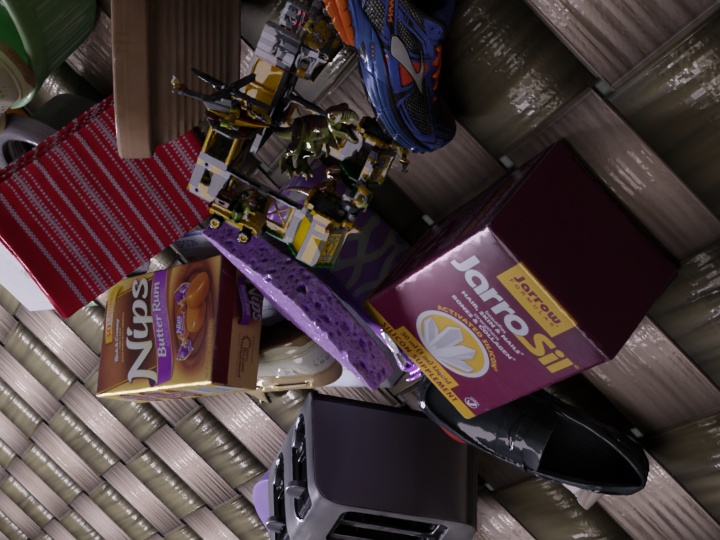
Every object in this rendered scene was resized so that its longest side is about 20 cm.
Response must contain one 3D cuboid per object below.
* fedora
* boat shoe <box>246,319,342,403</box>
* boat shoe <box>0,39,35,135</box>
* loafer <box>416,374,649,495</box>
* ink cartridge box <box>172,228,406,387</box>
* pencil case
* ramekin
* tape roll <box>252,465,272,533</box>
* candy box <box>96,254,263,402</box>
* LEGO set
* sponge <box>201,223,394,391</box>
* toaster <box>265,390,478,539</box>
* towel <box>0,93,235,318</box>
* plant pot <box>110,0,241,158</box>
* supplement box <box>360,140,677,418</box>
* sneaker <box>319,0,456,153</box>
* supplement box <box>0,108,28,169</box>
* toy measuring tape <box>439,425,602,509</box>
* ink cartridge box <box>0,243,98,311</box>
[{"bbox_3d":[-0.259,-0.095,1.263,0.176,0.091,0.200,-2,135,51],"label":"fedora"},{"bbox_3d":[-0.090,0.092,1.237,0.199,0.074,0.067,-13,114,54],"label":"boat shoe"},{"bbox_3d":[-0.348,-0.142,1.142,0.073,0.063,0.200,47,149,-10],"label":"boat shoe"},{"bbox_3d":[0.141,0.129,1.059,0.199,0.069,0.070,22,-177,0],"label":"loafer"},{"bbox_3d":[-0.070,0.026,1.244,0.199,0.041,0.201,-4,126,51],"label":"ink cartridge box"},{"bbox_3d":[0.000,0.000,1.092,0.200,0.086,0.084,44,150,-1],"label":"pencil case"},{"bbox_3d":[-0.326,-0.252,1.140,0.199,0.098,0.201,29,146,21],"label":"ramekin"},{"bbox_3d":[-0.018,0.275,1.450,0.199,0.085,0.201,30,147,22],"label":"tape roll"},{"bbox_3d":[-0.173,0.060,1.232,0.056,0.118,0.199,14,163,-38],"label":"candy box"},{"bbox_3d":[-0.032,-0.108,0.910,0.153,0.200,0.116,32,123,8],"label":"LEGO set"},{"bbox_3d":[-0.054,0.021,1.074,0.112,0.030,0.200,49,171,-31],"label":"sponge"},{"bbox_3d":[0.016,0.214,1.245,0.198,0.120,0.181,11,144,-13],"label":"toaster"},{"bbox_3d":[-0.227,-0.066,1.167,0.145,0.199,0.022,57,171,-23],"label":"towel"},{"bbox_3d":[-0.136,-0.185,0.974,0.092,0.202,0.202,-1,146,-8],"label":"plant pot"},{"bbox_3d":[0.111,0.014,0.964,0.131,0.103,0.200,47,148,-5],"label":"supplement box"},{"bbox_3d":[0.032,-0.154,0.877,0.078,0.076,0.200,-19,140,11],"label":"sneaker"},{"bbox_3d":[-0.421,-0.122,1.431,0.126,0.074,0.200,46,149,-4],"label":"supplement box"},{"bbox_3d":[0.126,0.140,1.127,0.200,0.074,0.074,43,149,5],"label":"toy measuring tape"},{"bbox_3d":[-0.311,-0.017,1.277,0.104,0.059,0.199,48,155,-21],"label":"ink cartridge box"}]
